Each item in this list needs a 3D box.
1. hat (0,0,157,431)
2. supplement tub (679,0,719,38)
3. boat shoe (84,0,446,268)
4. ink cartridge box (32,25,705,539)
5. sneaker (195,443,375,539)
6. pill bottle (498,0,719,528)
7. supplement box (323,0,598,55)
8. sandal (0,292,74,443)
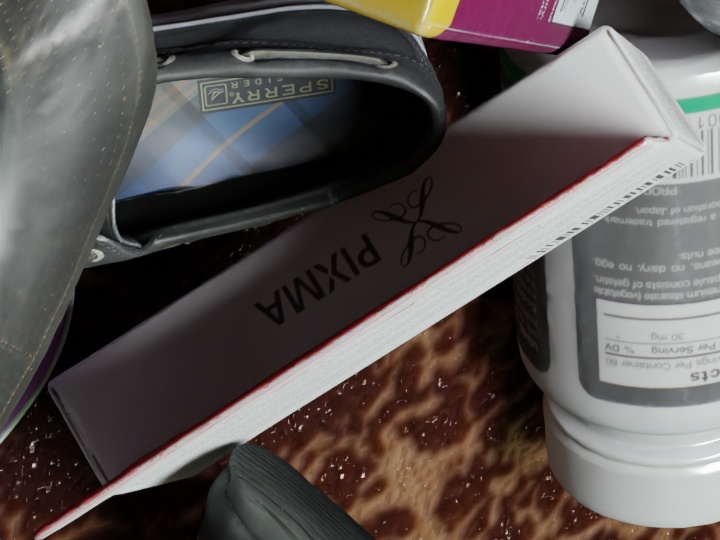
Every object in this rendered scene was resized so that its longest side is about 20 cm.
[{"bbox_3d":[-0.132,-0.015,0.615,0.201,0.081,0.201,-46,147,-42],"label":"hat"},{"bbox_3d":[0.178,-0.102,0.853,0.200,0.122,0.123,30,87,-32],"label":"supplement tub"},{"bbox_3d":[-0.070,-0.029,0.752,0.199,0.066,0.070,-10,117,-14],"label":"boat shoe"},{"bbox_3d":[0.000,0.000,0.790,0.200,0.045,0.176,-33,174,10],"label":"ink cartridge box"},{"bbox_3d":[-0.029,0.115,0.893,0.089,0.074,0.200,-46,165,-4],"label":"sneaker"},{"bbox_3d":[0.109,-0.014,0.981,0.113,0.113,0.201,-31,132,-33],"label":"pill bottle"},{"bbox_3d":[0.000,-0.127,0.724,0.200,0.131,0.104,-13,123,-76],"label":"supplement box"},{"bbox_3d":[-0.151,0.061,0.782,0.202,0.050,0.083,-38,135,-28],"label":"sandal"}]
